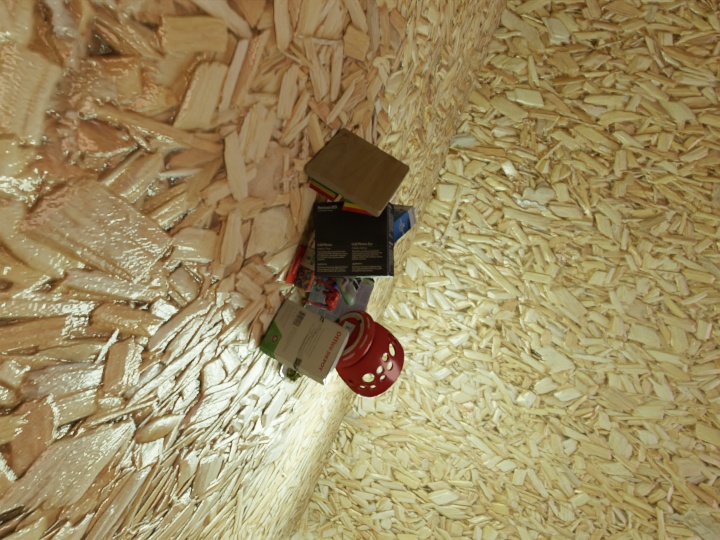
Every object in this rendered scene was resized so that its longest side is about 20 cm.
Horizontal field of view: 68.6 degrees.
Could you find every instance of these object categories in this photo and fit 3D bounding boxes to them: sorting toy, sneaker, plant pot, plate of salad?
[{"bbox_3d":[-0.008,-0.218,1.248,0.202,0.195,0.070,-55,174,-43],"label":"sorting toy"},{"bbox_3d":[0.000,0.000,1.462,0.203,0.136,0.079,-104,168,-49],"label":"sneaker"},{"bbox_3d":[0.005,0.233,1.513,0.183,0.196,0.204,48,61,-38],"label":"plant pot"},{"bbox_3d":[-0.168,0.288,1.672,0.196,0.048,0.202,-28,151,-17],"label":"plate of salad"}]

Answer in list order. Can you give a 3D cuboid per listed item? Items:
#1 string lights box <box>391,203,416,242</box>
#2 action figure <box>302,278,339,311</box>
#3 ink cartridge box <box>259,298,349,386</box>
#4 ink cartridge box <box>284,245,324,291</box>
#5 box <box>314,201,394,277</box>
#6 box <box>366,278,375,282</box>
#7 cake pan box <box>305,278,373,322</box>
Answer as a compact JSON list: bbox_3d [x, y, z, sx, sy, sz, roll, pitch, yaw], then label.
[{"bbox_3d":[0.063,-0.117,1.490,0.199,0.101,0.060,-41,128,-36],"label":"string lights box"},{"bbox_3d":[-0.105,0.058,1.447,0.200,0.096,0.067,-122,-126,-77],"label":"action figure"},{"bbox_3d":[-0.144,0.190,1.391,0.149,0.195,0.085,-60,169,-22],"label":"ink cartridge box"},{"bbox_3d":[-0.136,-0.002,1.431,0.200,0.049,0.112,11,102,-79],"label":"ink cartridge box"},{"bbox_3d":[-0.014,-0.077,1.345,0.104,0.193,0.189,8,82,-77],"label":"box"},{"bbox_3d":[-0.057,0.081,1.714,0.197,0.044,0.160,-33,178,17],"label":"box"},{"bbox_3d":[-0.071,0.102,1.601,0.053,0.178,0.206,-82,-170,-71],"label":"cake pan box"}]
